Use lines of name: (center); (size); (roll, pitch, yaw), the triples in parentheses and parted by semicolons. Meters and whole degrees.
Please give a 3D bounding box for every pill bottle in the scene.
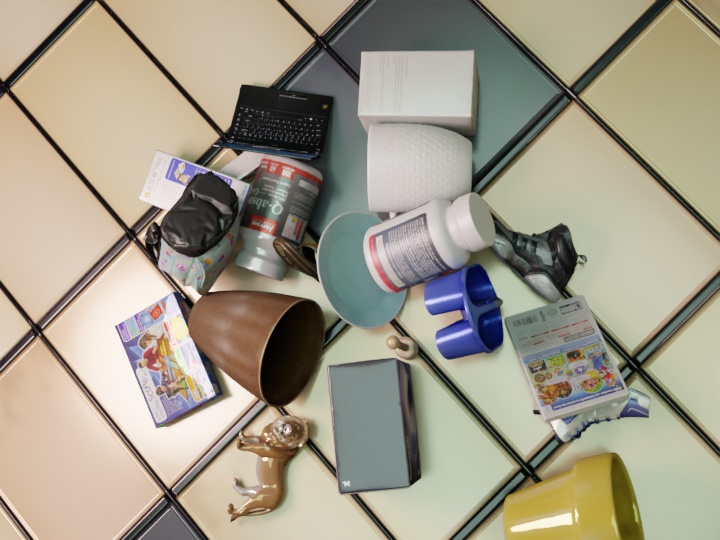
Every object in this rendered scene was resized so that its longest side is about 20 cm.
pill bottle: (-0.147, -0.091, 1.713); (0.114, 0.116, 0.203); (17, 85, 11)
pill bottle: (0.115, -0.049, 1.609); (0.198, 0.119, 0.122); (-22, 78, 29)

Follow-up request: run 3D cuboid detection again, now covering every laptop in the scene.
laptop: (-0.149, -0.260, 1.706); (0.174, 0.104, 0.203); (9, 64, 4)

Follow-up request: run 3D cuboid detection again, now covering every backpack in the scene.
backpack: (-0.276, -0.049, 1.639); (0.126, 0.200, 0.167); (40, 60, 5)

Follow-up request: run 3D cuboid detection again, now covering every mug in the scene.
mug: (0.103, -0.150, 1.678); (0.172, 0.148, 0.203); (1, 113, 5)

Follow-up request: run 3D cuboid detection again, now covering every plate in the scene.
plate: (0.000, 0.000, 1.666); (0.025, 0.198, 0.204); (-14, 77, 50)

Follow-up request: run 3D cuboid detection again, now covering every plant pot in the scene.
plant pot: (0.330, 0.401, 1.536); (0.186, 0.200, 0.204); (-15, 80, 23)
plant pot: (-0.192, 0.111, 1.675); (0.197, 0.186, 0.190); (18, 85, 28)

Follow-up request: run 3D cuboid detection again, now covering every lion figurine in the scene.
lion figurine: (-0.158, 0.344, 1.688); (0.120, 0.073, 0.204); (9, 98, -2)

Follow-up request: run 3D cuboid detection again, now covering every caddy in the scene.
caddy: (0.182, 0.065, 1.600); (0.103, 0.200, 0.144); (-16, 89, 20)

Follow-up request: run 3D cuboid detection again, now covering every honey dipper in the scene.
honey dipper: (0.067, 0.124, 1.604); (0.037, 0.200, 0.039); (-1, 83, 9)

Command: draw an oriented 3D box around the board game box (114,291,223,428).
board game box: (-0.342, 0.159, 1.744); (0.134, 0.034, 0.203); (-27, 79, 14)

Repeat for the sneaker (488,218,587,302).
sneaker: (0.288, -0.050, 1.658); (0.200, 0.075, 0.114); (44, 90, 6)

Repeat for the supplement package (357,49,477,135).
supplement package: (0.103, -0.305, 1.699); (0.196, 0.117, 0.119); (3, 81, 10)

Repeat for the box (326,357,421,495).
box: (0.027, 0.252, 1.595); (0.121, 0.198, 0.204); (-7, 82, 8)

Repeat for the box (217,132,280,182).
box: (-0.226, -0.172, 1.777); (0.199, 0.039, 0.042); (-37, 77, 3)

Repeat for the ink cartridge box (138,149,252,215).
ink cartridge box: (-0.291, -0.138, 1.744); (0.197, 0.037, 0.096); (20, 88, 16)

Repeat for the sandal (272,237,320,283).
sandal: (-0.071, -0.013, 1.664); (0.081, 0.199, 0.055); (18, 78, 55)

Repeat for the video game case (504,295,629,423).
video game case: (0.332, 0.140, 1.595); (0.141, 0.018, 0.202); (-16, 52, -2)

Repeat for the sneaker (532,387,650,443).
sneaker: (0.369, 0.233, 1.607); (0.196, 0.080, 0.117); (11, 88, 18)
